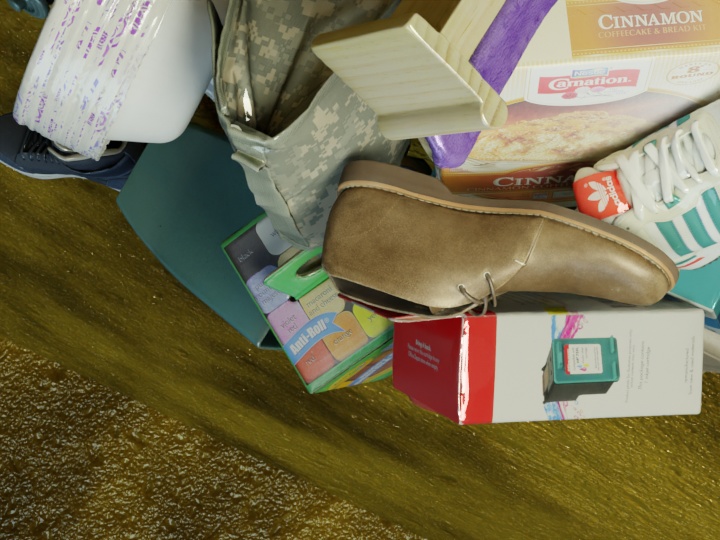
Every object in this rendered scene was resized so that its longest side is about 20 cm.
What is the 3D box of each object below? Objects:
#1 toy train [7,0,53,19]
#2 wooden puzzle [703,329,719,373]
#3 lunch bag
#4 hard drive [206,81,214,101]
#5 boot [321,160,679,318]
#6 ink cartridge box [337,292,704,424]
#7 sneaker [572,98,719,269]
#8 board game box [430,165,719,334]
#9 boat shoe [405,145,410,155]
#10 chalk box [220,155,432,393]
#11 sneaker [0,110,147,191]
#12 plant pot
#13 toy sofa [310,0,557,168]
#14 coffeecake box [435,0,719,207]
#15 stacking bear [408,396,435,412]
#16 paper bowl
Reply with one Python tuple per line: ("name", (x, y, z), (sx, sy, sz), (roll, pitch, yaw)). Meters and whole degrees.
("toy train", (-0.252, -0.257, 1.130), (0.114, 0.085, 0.200), (36, 164, 3))
("wooden puzzle", (0.217, 0.033, 1.247), (0.185, 0.037, 0.200), (26, 173, -3))
("lunch bag", (-0.021, -0.125, 0.943), (0.117, 0.200, 0.164), (22, 164, 15))
("hard drive", (-0.075, -0.151, 1.241), (0.139, 0.038, 0.200), (13, 159, 41))
("boot", (0.074, 0.000, 0.885), (0.199, 0.076, 0.074), (13, 155, 15))
("ink cartridge box", (0.094, 0.049, 0.971), (0.199, 0.068, 0.116), (-1, -173, -18))
("sneaker", (0.171, -0.044, 0.868), (0.093, 0.071, 0.200), (-7, 164, -17))
("board game box", (0.156, -0.022, 1.064), (0.199, 0.047, 0.151), (24, 179, 18))
("boat shoe", (-0.003, -0.105, 1.181), (0.072, 0.072, 0.200), (-8, 145, -20))
("chalk box", (0.000, 0.000, 1.091), (0.124, 0.124, 0.200), (58, -163, 9))
("sneaker", (-0.296, -0.133, 1.545), (0.202, 0.077, 0.146), (12, 171, 15))
("plant pot", (-0.102, -0.042, 1.384), (0.200, 0.142, 0.141), (33, -173, 19))
("toy sofa", (0.076, -0.146, 0.730), (0.098, 0.200, 0.083), (43, 158, -26))
("coffeecake box", (0.118, -0.105, 0.903), (0.153, 0.073, 0.200), (-4, 160, 1))
("stacking bear", (0.078, 0.035, 1.452), (0.113, 0.122, 0.200), (18, 154, 35))
("paper bowl", (-0.132, -0.162, 1.005), (0.104, 0.201, 0.201), (27, 164, -9))
